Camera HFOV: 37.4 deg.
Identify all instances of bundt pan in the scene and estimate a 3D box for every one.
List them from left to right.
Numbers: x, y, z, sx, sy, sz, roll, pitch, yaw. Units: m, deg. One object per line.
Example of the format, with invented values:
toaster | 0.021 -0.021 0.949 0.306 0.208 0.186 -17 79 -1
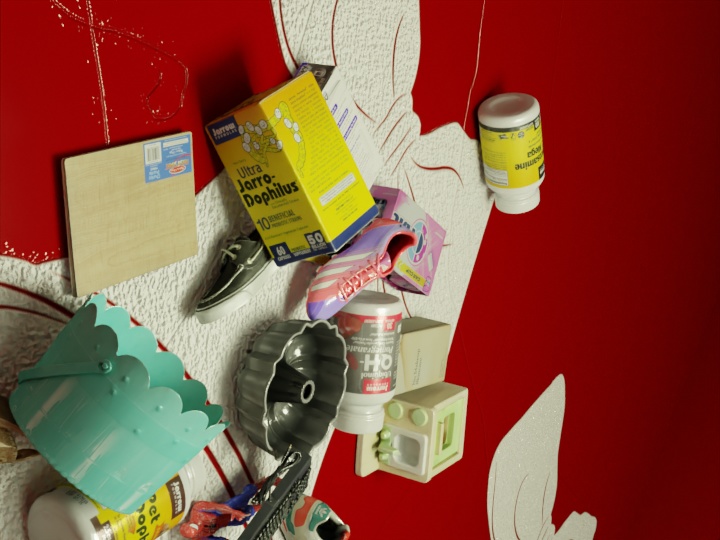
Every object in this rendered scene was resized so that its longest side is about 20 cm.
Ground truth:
bundt pan | -0.102 0.158 1.469 0.201 0.075 0.205 -30 127 -50

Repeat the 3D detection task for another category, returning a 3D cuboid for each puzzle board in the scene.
puzzle board | -0.258 -0.068 1.204 0.199 0.017 0.153 -26 120 -54

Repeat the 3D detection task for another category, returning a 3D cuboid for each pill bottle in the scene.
pill bottle | -0.268 0.263 1.202 0.199 0.108 0.111 -28 123 -52
pill bottle | 0.002 0.137 1.603 0.110 0.109 0.203 -12 110 -56
pill bottle | 0.279 -0.212 1.943 0.113 0.111 0.202 -46 136 -41

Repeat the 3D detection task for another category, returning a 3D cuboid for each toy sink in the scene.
toy sink | 0.092 0.273 1.793 0.199 0.111 0.132 -13 110 -57

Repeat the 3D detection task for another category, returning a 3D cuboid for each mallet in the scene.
mallet | -0.080 -0.012 1.499 0.199 0.041 0.067 2 100 -54

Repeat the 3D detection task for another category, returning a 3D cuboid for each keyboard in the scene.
keyboard | -0.115 0.312 1.395 0.200 0.020 0.128 -51 152 -48

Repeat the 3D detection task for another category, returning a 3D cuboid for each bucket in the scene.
bucket | -0.250 0.138 1.090 0.135 0.207 0.207 -45 143 -3

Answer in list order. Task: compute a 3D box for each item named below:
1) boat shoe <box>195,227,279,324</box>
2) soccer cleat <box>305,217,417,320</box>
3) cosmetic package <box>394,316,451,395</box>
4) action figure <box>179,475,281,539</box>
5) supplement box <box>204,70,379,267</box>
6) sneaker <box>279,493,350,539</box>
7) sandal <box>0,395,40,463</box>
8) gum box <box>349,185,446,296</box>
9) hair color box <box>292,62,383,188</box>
boat shoe | -0.149 -0.011 1.359 0.200 0.070 0.064 -47 116 -36
soccer cleat | 0.000 0.000 1.512 0.200 0.076 0.067 -47 135 -27
cosmetic package | 0.070 0.140 1.753 0.199 0.072 0.105 -8 107 -59
action figure | -0.155 0.332 1.428 0.199 0.098 0.066 -6 105 -55
supplement box | -0.083 -0.124 1.320 0.109 0.108 0.202 -42 110 -45
sneaker | -0.056 0.415 1.613 0.071 0.092 0.201 -53 140 -35
sandal | -0.376 0.159 1.049 0.070 0.077 0.212 -50 137 -7
gum box | 0.058 -0.047 1.676 0.200 0.065 0.115 35 68 -57
hair color box | -0.045 -0.177 1.473 0.110 0.064 0.201 -61 147 -25
